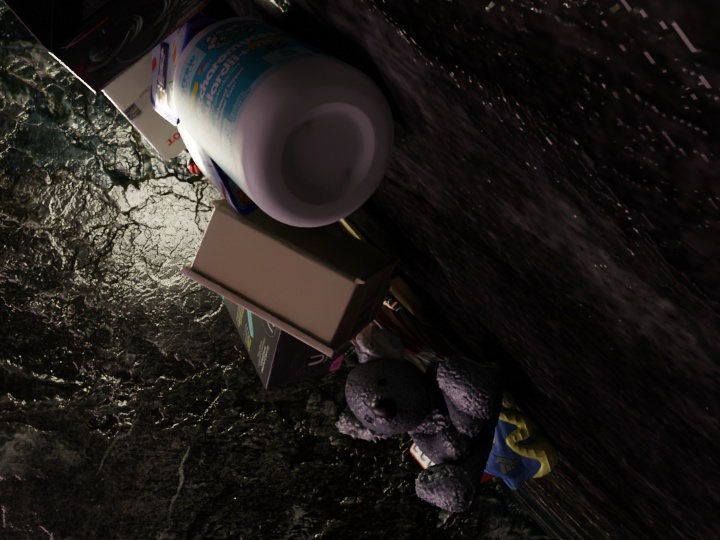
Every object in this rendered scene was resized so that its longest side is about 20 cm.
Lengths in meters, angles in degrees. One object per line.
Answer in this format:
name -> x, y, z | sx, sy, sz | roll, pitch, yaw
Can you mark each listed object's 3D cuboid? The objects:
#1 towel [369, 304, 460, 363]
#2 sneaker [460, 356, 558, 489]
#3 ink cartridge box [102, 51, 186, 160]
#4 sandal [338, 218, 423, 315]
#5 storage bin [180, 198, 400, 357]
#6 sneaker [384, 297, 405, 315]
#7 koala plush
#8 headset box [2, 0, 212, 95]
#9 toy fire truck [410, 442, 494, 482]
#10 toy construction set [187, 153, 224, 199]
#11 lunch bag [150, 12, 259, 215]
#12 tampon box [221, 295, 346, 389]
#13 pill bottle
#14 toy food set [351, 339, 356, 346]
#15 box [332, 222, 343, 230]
towel -> 0.071, 0.089, 0.982 | 0.200, 0.023, 0.144 | 29, -170, -37
sneaker -> 0.179, 0.220, 0.925 | 0.200, 0.105, 0.076 | 48, 175, 4
ink cartridge box -> -0.264, -0.266, 0.849 | 0.084, 0.145, 0.200 | 44, 172, 44
sandal -> -0.001, -0.001, 1.004 | 0.212, 0.070, 0.078 | 47, 175, 14
storage bin -> -0.072, -0.008, 0.815 | 0.199, 0.094, 0.198 | 27, -165, 11
sneaker -> 0.055, 0.090, 1.292 | 0.095, 0.079, 0.200 | 36, -169, -39
koala plush -> 0.069, 0.168, 0.834 | 0.199, 0.178, 0.184 | 12, -170, 18
headset box -> -0.193, -0.227, 0.534 | 0.077, 0.149, 0.200 | 50, 174, -11
toy fire truck -> 0.176, 0.286, 1.086 | 0.112, 0.168, 0.200 | 50, 175, -17
toy construction set -> -0.180, -0.174, 0.999 | 0.200, 0.131, 0.092 | 50, -144, -10
lunch bag -> -0.155, -0.183, 0.731 | 0.170, 0.124, 0.201 | 41, 157, 55
tampon box -> -0.110, 0.041, 0.979 | 0.200, 0.126, 0.150 | 56, 143, 35
pill bottle -> -0.070, -0.120, 0.492 | 0.200, 0.111, 0.111 | 42, 172, 46
toy food set -> -0.033, 0.073, 1.162 | 0.198, 0.049, 0.200 | 46, 174, -5
box -> -0.074, -0.080, 1.170 | 0.161, 0.049, 0.200 | 50, 175, -37
